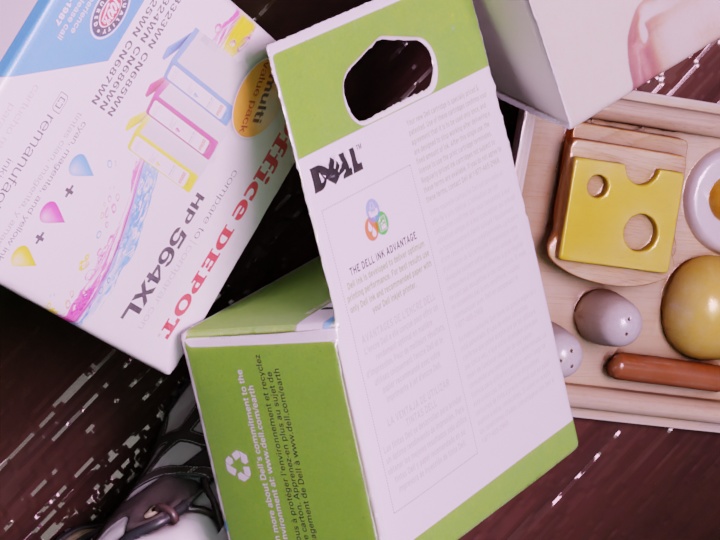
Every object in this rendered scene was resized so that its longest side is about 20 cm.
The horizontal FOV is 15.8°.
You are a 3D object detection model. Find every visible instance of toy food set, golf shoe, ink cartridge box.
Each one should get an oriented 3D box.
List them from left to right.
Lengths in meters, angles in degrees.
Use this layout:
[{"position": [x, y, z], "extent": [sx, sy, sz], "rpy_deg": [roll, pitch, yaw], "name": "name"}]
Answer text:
[{"position": [-0.114, -0.062, 0.930], "extent": [0.129, 0.125, 0.200], "rpy_deg": [-59, 149, -2], "name": "ink cartridge box"}, {"position": [-0.056, 0.099, 1.025], "extent": [0.078, 0.094, 0.200], "rpy_deg": [44, 80, -19], "name": "golf shoe"}, {"position": [0.000, 0.000, 0.983], "extent": [0.148, 0.075, 0.201], "rpy_deg": [-29, 110, -53], "name": "ink cartridge box"}, {"position": [0.146, 0.001, 1.102], "extent": [0.199, 0.060, 0.144], "rpy_deg": [7, 95, -21], "name": "toy food set"}]

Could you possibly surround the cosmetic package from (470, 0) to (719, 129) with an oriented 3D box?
[{"position": [0.126, -0.150, 1.041], "extent": [0.199, 0.103, 0.088], "rpy_deg": [-30, 119, -15], "name": "cosmetic package"}]
